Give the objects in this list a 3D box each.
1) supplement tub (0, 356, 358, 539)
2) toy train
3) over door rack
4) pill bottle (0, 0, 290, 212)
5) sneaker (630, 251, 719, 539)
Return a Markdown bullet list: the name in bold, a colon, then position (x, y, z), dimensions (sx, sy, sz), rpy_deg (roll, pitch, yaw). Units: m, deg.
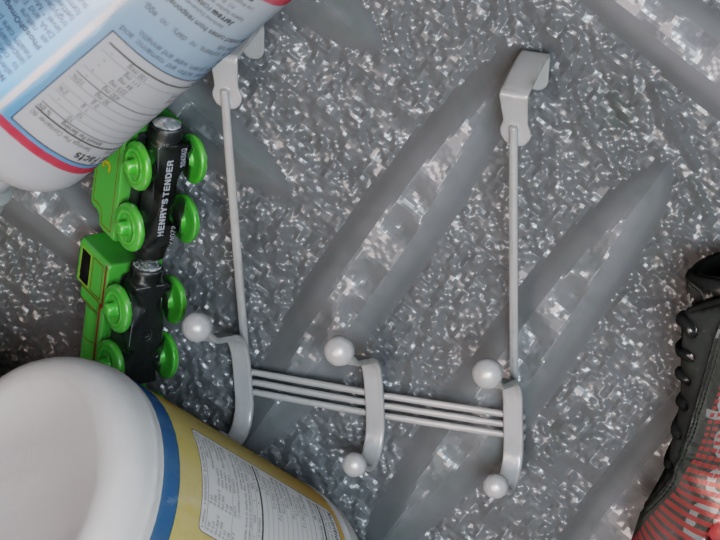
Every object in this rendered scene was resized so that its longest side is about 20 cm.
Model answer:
- **supplement tub**: position (-0.086, 0.139, 1.195), dimensions (0.144, 0.145, 0.200), rpy_deg (-29, 137, 27)
- **toy train**: position (-0.107, 0.016, 1.253), dimensions (0.056, 0.042, 0.201), rpy_deg (41, 129, 45)
- **over door rack**: position (0.000, 0.000, 1.198), dimensions (0.147, 0.067, 0.201), rpy_deg (8, 112, 17)
- **pill bottle**: position (-0.123, -0.105, 1.165), dimensions (0.200, 0.109, 0.109), rpy_deg (-38, 93, 18)
- **sneaker**: position (0.162, 0.049, 1.153), dimensions (0.098, 0.071, 0.201), rpy_deg (36, 115, 4)
